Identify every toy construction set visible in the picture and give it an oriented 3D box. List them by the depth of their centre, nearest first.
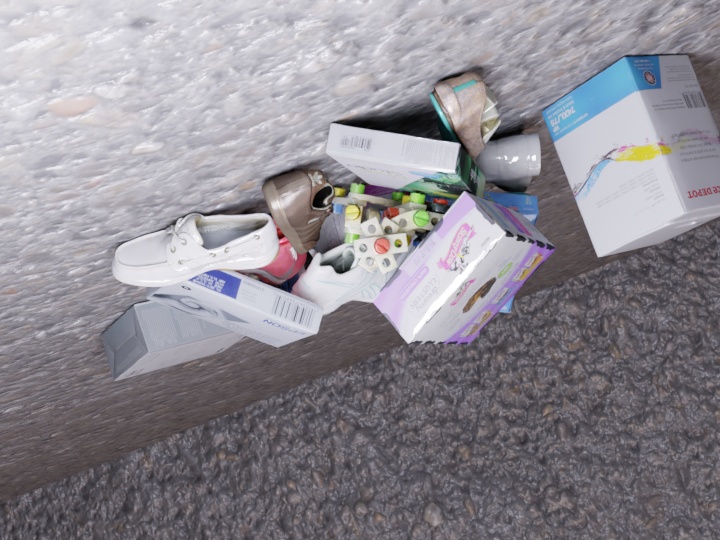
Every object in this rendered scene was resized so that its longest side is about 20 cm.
[{"bbox_3d":[0.032,-0.057,1.385,0.129,0.094,0.200,10,-166,-11],"label":"toy construction set"}]

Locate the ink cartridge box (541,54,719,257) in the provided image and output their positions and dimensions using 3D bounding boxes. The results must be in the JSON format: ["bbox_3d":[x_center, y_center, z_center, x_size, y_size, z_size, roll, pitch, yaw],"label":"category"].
[{"bbox_3d":[0.352,-0.142,1.447,0.145,0.203,0.145,-10,166,-42],"label":"ink cartridge box"}]

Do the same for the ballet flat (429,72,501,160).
[{"bbox_3d":[0.120,-0.165,1.270,0.067,0.069,0.200,-30,171,3],"label":"ballet flat"}]

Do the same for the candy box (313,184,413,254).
[{"bbox_3d":[0.024,-0.065,1.600,0.134,0.062,0.200,-13,168,-24],"label":"candy box"}]

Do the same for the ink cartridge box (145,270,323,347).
[{"bbox_3d":[-0.172,0.046,1.495,0.197,0.041,0.199,22,162,-19],"label":"ink cartridge box"}]

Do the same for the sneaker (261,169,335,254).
[{"bbox_3d":[-0.059,-0.071,1.384,0.074,0.072,0.200,-22,170,4],"label":"sneaker"}]

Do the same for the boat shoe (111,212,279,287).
[{"bbox_3d":[-0.193,-0.035,1.345,0.196,0.072,0.070,-11,142,-8],"label":"boat shoe"}]

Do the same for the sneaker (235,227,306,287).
[{"bbox_3d":[-0.109,-0.029,1.497,0.086,0.075,0.199,-26,168,24],"label":"sneaker"}]

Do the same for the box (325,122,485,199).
[{"bbox_3d":[0.055,-0.116,1.284,0.142,0.037,0.200,11,178,15],"label":"box"}]

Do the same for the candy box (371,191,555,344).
[{"bbox_3d":[0.124,0.003,1.363,0.168,0.072,0.199,-49,159,14],"label":"candy box"}]

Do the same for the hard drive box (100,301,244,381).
[{"bbox_3d":[-0.275,0.092,1.783,0.198,0.078,0.155,-12,167,-37],"label":"hard drive box"}]

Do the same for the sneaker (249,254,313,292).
[{"bbox_3d":[-0.107,0.018,1.669,0.076,0.077,0.200,-9,-179,-17],"label":"sneaker"}]

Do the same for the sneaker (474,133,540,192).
[{"bbox_3d":[0.166,-0.139,1.518,0.113,0.075,0.200,-5,175,1],"label":"sneaker"}]

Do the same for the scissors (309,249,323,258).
[{"bbox_3d":[-0.049,-0.004,1.590,0.072,0.014,0.199,-21,168,22],"label":"scissors"}]

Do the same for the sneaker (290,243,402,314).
[{"bbox_3d":[0.000,0.000,1.544,0.198,0.071,0.081,-18,146,-43],"label":"sneaker"}]

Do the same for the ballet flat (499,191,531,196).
[{"bbox_3d":[0.198,-0.067,1.582,0.066,0.074,0.200,4,-178,-3],"label":"ballet flat"}]

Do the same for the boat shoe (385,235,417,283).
[{"bbox_3d":[0.083,0.012,1.495,0.071,0.069,0.201,13,138,-16],"label":"boat shoe"}]

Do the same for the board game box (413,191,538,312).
[{"bbox_3d":[0.141,-0.024,1.533,0.148,0.037,0.202,5,139,-2],"label":"board game box"}]
